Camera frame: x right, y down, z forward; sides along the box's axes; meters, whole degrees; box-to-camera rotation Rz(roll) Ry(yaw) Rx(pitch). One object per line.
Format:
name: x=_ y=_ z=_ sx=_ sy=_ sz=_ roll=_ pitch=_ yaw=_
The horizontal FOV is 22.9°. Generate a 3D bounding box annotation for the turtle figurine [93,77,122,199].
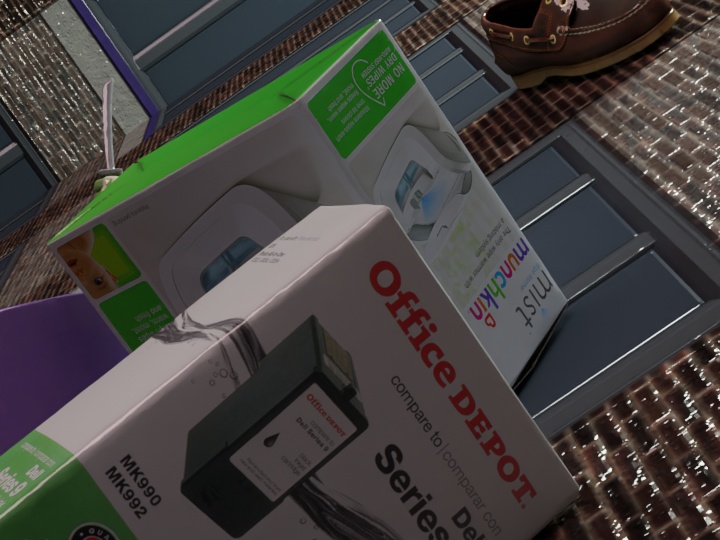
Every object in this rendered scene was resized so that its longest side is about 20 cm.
turtle figurine: x=-0.168 y=0.001 z=1.343 sx=0.194 sy=0.199 sz=0.145 roll=-50 pitch=-15 yaw=-35

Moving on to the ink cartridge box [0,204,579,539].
ink cartridge box: x=-0.036 y=0.088 z=0.692 sx=0.200 sy=0.147 sz=0.084 roll=-39 pitch=13 yaw=-16

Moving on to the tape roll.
tape roll: x=-0.190 y=0.075 z=1.074 sx=0.198 sy=0.086 sz=0.200 roll=-15 pitch=-7 yaw=-2

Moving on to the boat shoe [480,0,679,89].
boat shoe: x=0.155 y=-0.185 z=1.330 sx=0.070 sy=0.071 sz=0.199 roll=-41 pitch=15 yaw=-26

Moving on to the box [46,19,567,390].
box: x=-0.027 y=0.000 z=0.908 sx=0.199 sy=0.177 sz=0.097 roll=-23 pitch=17 yaw=40
